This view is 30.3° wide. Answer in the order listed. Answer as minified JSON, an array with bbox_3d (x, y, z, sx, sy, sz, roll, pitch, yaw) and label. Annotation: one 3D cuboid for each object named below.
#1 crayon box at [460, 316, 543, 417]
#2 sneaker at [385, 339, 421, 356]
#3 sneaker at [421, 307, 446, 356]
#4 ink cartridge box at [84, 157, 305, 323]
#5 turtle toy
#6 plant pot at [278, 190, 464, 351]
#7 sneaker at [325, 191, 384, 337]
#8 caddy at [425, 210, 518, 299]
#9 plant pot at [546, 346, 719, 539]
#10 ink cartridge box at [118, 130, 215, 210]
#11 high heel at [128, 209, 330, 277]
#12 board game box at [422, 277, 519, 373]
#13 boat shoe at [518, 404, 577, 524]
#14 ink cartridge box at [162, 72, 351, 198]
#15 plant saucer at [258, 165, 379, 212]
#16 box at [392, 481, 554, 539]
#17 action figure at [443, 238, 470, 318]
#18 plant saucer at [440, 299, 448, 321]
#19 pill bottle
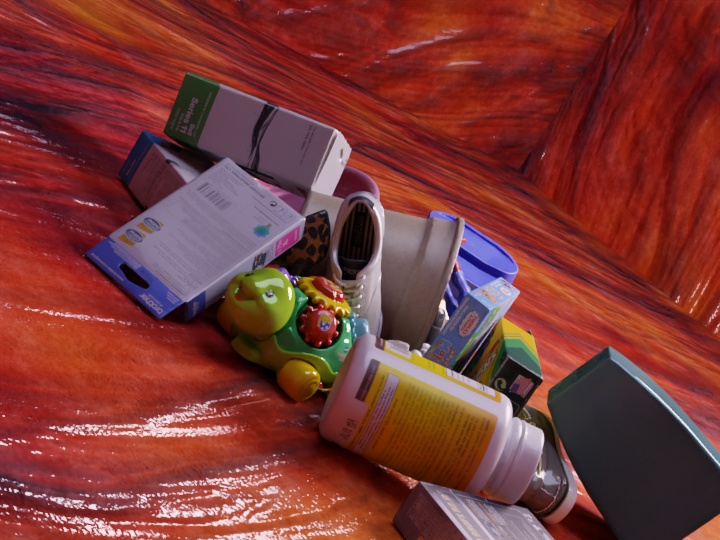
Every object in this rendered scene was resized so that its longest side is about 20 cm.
[{"bbox_3d":[0.148,0.132,1.521,0.051,0.127,0.200,32,12,-3],"label":"crayon box"},{"bbox_3d":[0.071,0.165,1.365,0.200,0.075,0.081,44,53,-12],"label":"sneaker"},{"bbox_3d":[0.053,0.038,1.734,0.074,0.080,0.200,20,17,-38],"label":"sneaker"},{"bbox_3d":[-0.167,-0.026,1.358,0.119,0.042,0.200,38,54,22],"label":"ink cartridge box"},{"bbox_3d":[-0.068,0.053,1.339,0.146,0.101,0.200,42,15,32],"label":"turtle toy"},{"bbox_3d":[0.000,0.000,1.552,0.183,0.201,0.201,21,14,-3],"label":"plant pot"},{"bbox_3d":[-0.013,0.014,1.436,0.073,0.201,0.071,3,1,9],"label":"sneaker"},{"bbox_3d":[0.138,0.007,2.000,0.200,0.105,0.141,34,35,3],"label":"caddy"},{"bbox_3d":[0.303,0.193,1.483,0.200,0.141,0.141,54,10,1],"label":"plant pot"},{"bbox_3d":[-0.195,-0.078,1.579,0.116,0.068,0.200,23,16,-40],"label":"ink cartridge box"},{"bbox_3d":[-0.137,-0.045,1.435,0.199,0.143,0.071,31,13,-10],"label":"high heel"},{"bbox_3d":[0.115,0.085,1.551,0.037,0.152,0.200,36,14,10],"label":"board game box"},{"bbox_3d":[0.181,0.199,1.475,0.060,0.072,0.202,33,16,-22],"label":"boat shoe"},{"bbox_3d":[-0.122,-0.158,1.632,0.199,0.083,0.147,22,-2,8],"label":"ink cartridge box"},{"bbox_3d":[-0.074,-0.077,1.732,0.199,0.051,0.201,-2,31,1],"label":"plant saucer"},{"bbox_3d":[0.140,0.274,1.156,0.158,0.048,0.200,21,17,-42],"label":"box"},{"bbox_3d":[0.149,0.062,1.717,0.099,0.065,0.201,0,76,-44],"label":"action figure"},{"bbox_3d":[0.138,0.090,1.842,0.200,0.036,0.200,31,14,-8],"label":"plant saucer"},{"bbox_3d":[0.069,0.147,1.264,0.199,0.110,0.109,25,14,-4],"label":"pill bottle"}]
